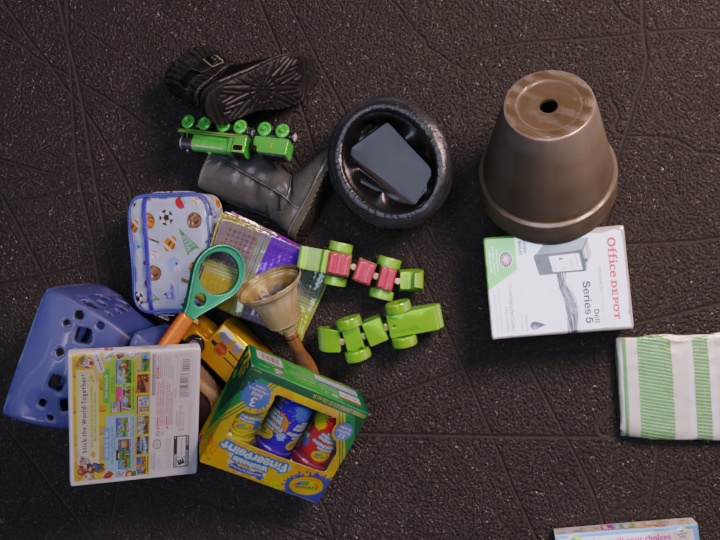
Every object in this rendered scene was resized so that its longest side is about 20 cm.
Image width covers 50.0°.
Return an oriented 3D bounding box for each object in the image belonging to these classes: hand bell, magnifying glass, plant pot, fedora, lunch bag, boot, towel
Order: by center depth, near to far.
[{"bbox_3d":[0.254,-0.168,1.048,0.196,0.174,0.203,-6,58,10],"label":"plant pot"},{"bbox_3d":[0.469,0.165,1.104,0.196,0.023,0.155,-3,88,10],"label":"towel"},{"bbox_3d":[-0.241,0.050,1.135,0.079,0.022,0.201,40,77,-27],"label":"magnifying glass"},{"bbox_3d":[0.048,-0.157,1.164,0.197,0.092,0.204,0,88,11],"label":"fedora"},{"bbox_3d":[-0.103,0.105,1.173,0.103,0.104,0.202,-16,113,10],"label":"hand bell"},{"bbox_3d":[-0.285,0.226,1.187,0.166,0.072,0.201,-37,117,2],"label":"boot"},{"bbox_3d":[-0.151,0.011,1.194,0.198,0.023,0.145,25,91,-13],"label":"towel"},{"bbox_3d":[-0.399,0.146,1.195,0.177,0.200,0.203,21,92,4],"label":"plant pot"},{"bbox_3d":[-0.140,-0.163,1.222,0.199,0.072,0.183,34,93,17],"label":"boot"},{"bbox_3d":[-0.192,-0.310,1.225,0.158,0.209,0.080,39,141,45],"label":"boot"},{"bbox_3d":[-0.295,-0.024,1.230,0.157,0.076,0.204,0,95,10],"label":"lunch bag"}]

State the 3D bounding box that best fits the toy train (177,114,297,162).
[{"bbox_3d":[-0.193,-0.201,1.190,0.197,0.042,0.057,8,78,15],"label":"toy train"}]

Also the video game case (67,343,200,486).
[{"bbox_3d":[-0.322,0.205,1.104,0.179,0.023,0.203,-1,107,-20],"label":"video game case"}]

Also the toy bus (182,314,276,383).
[{"bbox_3d":[-0.185,0.141,1.199,0.200,0.065,0.078,44,98,0],"label":"toy bus"}]

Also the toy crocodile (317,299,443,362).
[{"bbox_3d":[0.028,0.088,1.173,0.197,0.062,0.069,-16,97,8],"label":"toy crocodile"}]

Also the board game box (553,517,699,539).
[{"bbox_3d":[0.385,0.433,1.103,0.197,0.034,0.137,-8,86,11],"label":"board game box"}]

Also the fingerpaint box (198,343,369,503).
[{"bbox_3d":[-0.113,0.228,1.135,0.198,0.073,0.168,26,103,-21],"label":"fingerpaint box"}]

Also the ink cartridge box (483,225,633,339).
[{"bbox_3d":[0.282,0.018,1.114,0.196,0.084,0.148,-6,87,11],"label":"ink cartridge box"}]

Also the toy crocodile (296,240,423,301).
[{"bbox_3d":[0.000,0.000,1.175,0.197,0.062,0.069,16,90,-1],"label":"toy crocodile"}]
